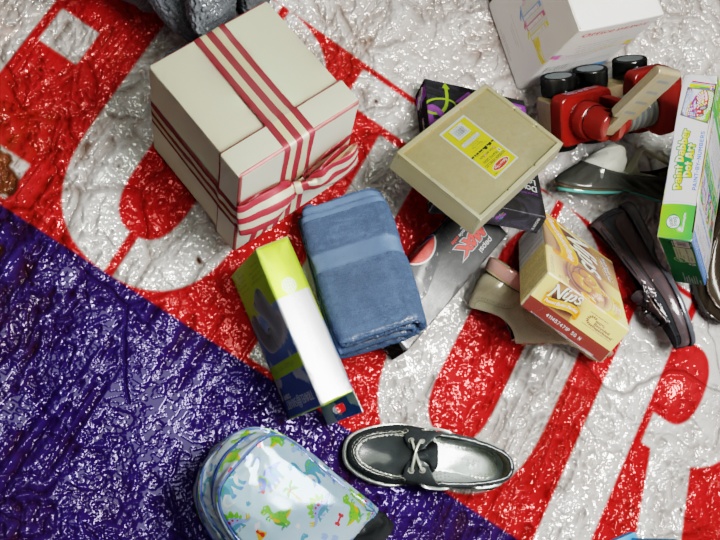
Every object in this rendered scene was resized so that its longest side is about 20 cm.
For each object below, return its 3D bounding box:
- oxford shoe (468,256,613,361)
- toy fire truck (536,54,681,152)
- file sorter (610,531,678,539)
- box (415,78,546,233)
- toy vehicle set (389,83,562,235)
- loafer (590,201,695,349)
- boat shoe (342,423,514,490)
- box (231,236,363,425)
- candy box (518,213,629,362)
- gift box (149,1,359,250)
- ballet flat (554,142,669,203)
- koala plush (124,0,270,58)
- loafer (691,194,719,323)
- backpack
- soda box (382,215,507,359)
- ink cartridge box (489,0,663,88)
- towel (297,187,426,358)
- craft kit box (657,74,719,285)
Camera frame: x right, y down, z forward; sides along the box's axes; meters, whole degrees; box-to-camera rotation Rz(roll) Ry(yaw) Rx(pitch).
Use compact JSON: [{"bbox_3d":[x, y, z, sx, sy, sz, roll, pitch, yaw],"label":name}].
[{"bbox_3d":[0.220,0.064,1.226,0.199,0.071,0.074,33,96,-9],"label":"oxford shoe"},{"bbox_3d":[0.334,-0.208,1.224,0.174,0.200,0.131,-15,115,-20],"label":"toy fire truck"},{"bbox_3d":[0.315,0.420,1.131,0.137,0.123,0.203,-15,82,-19],"label":"file sorter"},{"bbox_3d":[0.145,-0.142,1.217,0.141,0.036,0.202,9,52,-16],"label":"box"},{"bbox_3d":[0.139,-0.135,1.167,0.124,0.027,0.200,40,50,12],"label":"toy vehicle set"},{"bbox_3d":[0.360,0.013,1.278,0.062,0.072,0.202,-22,78,-1],"label":"loafer"},{"bbox_3d":[0.079,0.212,1.138,0.197,0.060,0.077,5,76,-16],"label":"boat shoe"},{"bbox_3d":[-0.072,0.076,1.090,0.047,0.122,0.202,-21,84,-24],"label":"box"},{"bbox_3d":[0.246,0.013,1.175,0.115,0.200,0.056,36,113,-7],"label":"candy box"},{"bbox_3d":[-0.109,-0.146,1.105,0.184,0.201,0.187,-36,74,-18],"label":"gift box"},{"bbox_3d":[0.341,-0.128,1.296,0.197,0.068,0.069,5,102,-23],"label":"ballet flat"},{"bbox_3d":[-0.220,-0.339,1.128,0.198,0.184,0.179,25,64,7],"label":"koala plush"},{"bbox_3d":[0.489,-0.030,1.318,0.072,0.071,0.203,15,73,-13],"label":"loafer"},{"bbox_3d":[-0.083,0.254,1.047,0.200,0.154,0.163,44,75,10],"label":"backpack"},{"bbox_3d":[0.084,0.007,1.187,0.071,0.063,0.200,44,68,-3],"label":"soda box"},{"bbox_3d":[0.272,-0.335,1.253,0.127,0.200,0.127,-16,82,-20],"label":"ink cartridge box"},{"bbox_3d":[0.000,0.000,1.125,0.110,0.049,0.202,-16,53,-2],"label":"towel"},{"bbox_3d":[0.405,-0.104,1.208,0.048,0.200,0.200,10,79,25],"label":"craft kit box"}]
